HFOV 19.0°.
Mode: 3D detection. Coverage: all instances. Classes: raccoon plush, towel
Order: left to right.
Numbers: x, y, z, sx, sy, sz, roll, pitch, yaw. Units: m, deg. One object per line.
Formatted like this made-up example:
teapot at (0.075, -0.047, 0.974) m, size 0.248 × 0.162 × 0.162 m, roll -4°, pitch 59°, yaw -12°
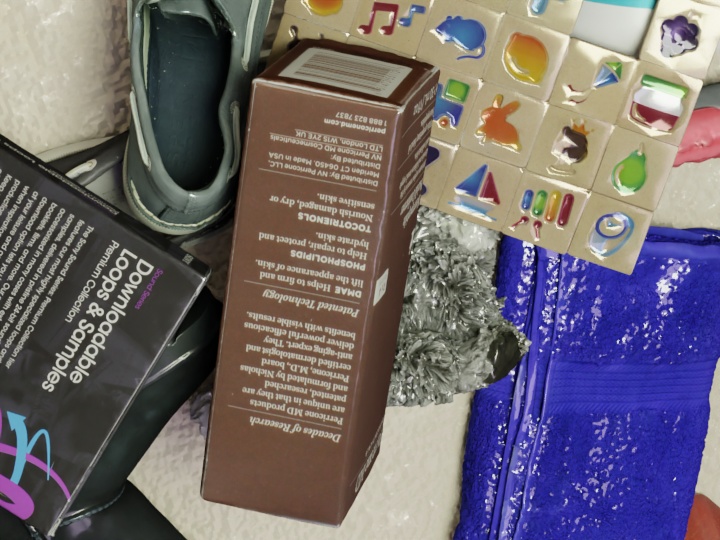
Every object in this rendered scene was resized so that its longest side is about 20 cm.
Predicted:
raccoon plush at (0.000, 0.000, 1.071) m, size 0.199 × 0.097 × 0.135 m, roll -20°, pitch 107°, yaw -15°
towel at (0.132, 0.072, 1.168) m, size 0.147 × 0.050 × 0.201 m, roll 3°, pitch 107°, yaw -22°

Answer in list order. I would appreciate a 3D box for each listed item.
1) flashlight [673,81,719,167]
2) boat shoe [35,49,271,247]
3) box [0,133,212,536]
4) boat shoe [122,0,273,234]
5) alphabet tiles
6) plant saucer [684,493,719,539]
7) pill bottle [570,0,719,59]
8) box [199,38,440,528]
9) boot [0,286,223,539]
flashlight at (0.179, -0.065, 1.128) m, size 0.199 × 0.068 × 0.068 m, roll -17°, pitch 104°, yaw -18°
boat shoe at (-0.079, -0.050, 1.033) m, size 0.199 × 0.060 × 0.074 m, roll -19°, pitch 113°, yaw -15°
box at (-0.186, 0.008, 0.973) m, size 0.199 × 0.036 × 0.143 m, roll 33°, pitch 100°, yaw -1°
boat shoe at (-0.072, -0.118, 0.979) m, size 0.072 × 0.062 × 0.201 m, roll 7°, pitch 83°, yaw -11°
alphabet tiles at (0.062, -0.105, 1.011) m, size 0.199 × 0.008 × 0.168 m, roll 18°, pitch 106°, yaw -2°
plant saucer at (0.202, 0.263, 1.272) m, size 0.199 × 0.037 × 0.200 m, roll 39°, pitch 91°, yaw -28°
pill bottle at (0.138, -0.176, 1.050) m, size 0.110 × 0.111 × 0.201 m, roll -3°, pitch 110°, yaw -21°
box at (-0.019, 0.004, 0.989) m, size 0.074 × 0.100 × 0.201 m, roll 13°, pitch 109°, yaw 8°
boot at (-0.115, 0.117, 1.062) m, size 0.198 × 0.073 × 0.163 m, roll -33°, pitch 114°, yaw 6°
